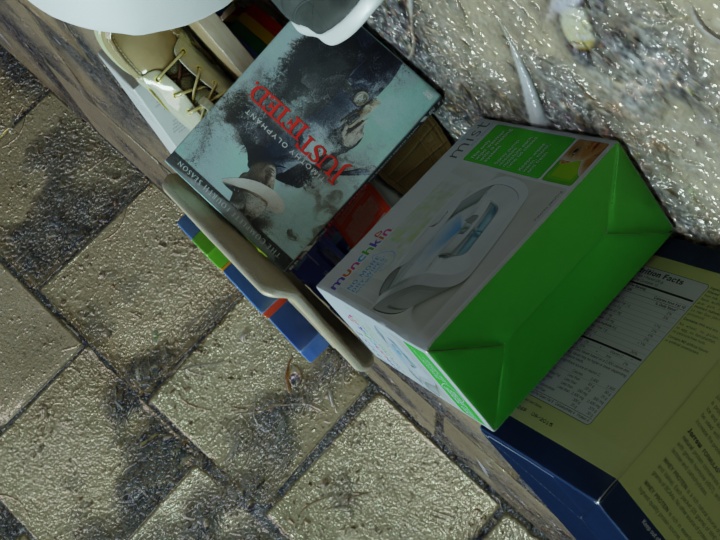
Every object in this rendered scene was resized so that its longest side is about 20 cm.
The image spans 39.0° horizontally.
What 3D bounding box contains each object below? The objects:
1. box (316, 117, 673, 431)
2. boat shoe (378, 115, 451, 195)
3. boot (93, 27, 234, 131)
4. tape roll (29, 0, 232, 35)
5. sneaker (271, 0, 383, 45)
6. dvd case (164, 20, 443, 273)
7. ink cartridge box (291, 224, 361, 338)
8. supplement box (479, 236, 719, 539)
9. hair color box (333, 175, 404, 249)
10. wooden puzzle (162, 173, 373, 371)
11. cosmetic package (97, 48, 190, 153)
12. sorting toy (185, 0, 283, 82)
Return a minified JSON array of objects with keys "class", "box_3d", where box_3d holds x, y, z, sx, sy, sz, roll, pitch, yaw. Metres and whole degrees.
[{"class":"box","box_3d":[0.096,-0.007,0.763,0.097,0.200,0.176,49,169,-29]},{"class":"boat shoe","box_3d":[0.013,-0.142,0.937,0.200,0.074,0.069,45,-175,-14]},{"class":"boot","box_3d":[-0.151,-0.165,0.958,0.155,0.072,0.200,47,-177,38]},{"class":"tape roll","box_3d":[-0.156,-0.261,0.678,0.202,0.202,0.071,41,160,12]},{"class":"sneaker","box_3d":[-0.041,-0.227,0.754,0.099,0.071,0.200,42,176,-24]},{"class":"dvd case","box_3d":[-0.049,-0.119,0.867,0.146,0.200,0.022,43,-179,7]},{"class":"ink cartridge box","box_3d":[0.000,0.000,1.030,0.136,0.076,0.200,43,-167,14]},{"class":"supplement box","box_3d":[0.234,0.119,0.725,0.200,0.200,0.134,49,169,-28]},{"class":"hair color box","box_3d":[0.009,-0.076,0.986,0.101,0.061,0.200,13,-147,-46]},{"class":"wooden puzzle","box_3d":[-0.089,0.013,0.933,0.185,0.046,0.200,43,179,33]},{"class":"cosmetic package","box_3d":[-0.193,-0.176,1.136,0.108,0.085,0.200,43,171,40]},{"class":"sorting toy","box_3d":[-0.131,-0.245,1.001,0.200,0.070,0.199,49,176,-25]}]
